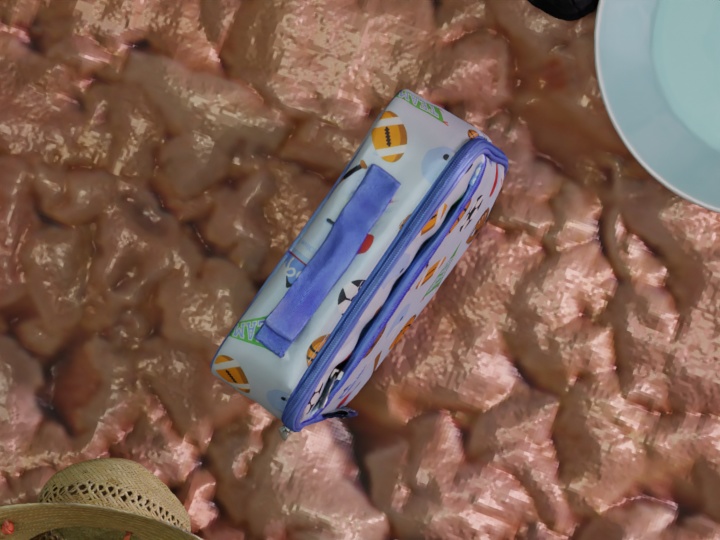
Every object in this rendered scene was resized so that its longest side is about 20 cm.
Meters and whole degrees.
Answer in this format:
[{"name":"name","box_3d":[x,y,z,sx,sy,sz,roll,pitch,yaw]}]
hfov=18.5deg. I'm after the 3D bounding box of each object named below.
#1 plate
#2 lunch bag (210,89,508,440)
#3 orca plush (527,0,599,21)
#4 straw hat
[{"name":"plate","box_3d":[0.231,-0.128,1.248,0.199,0.026,0.202,0,89,9]},{"name":"lunch bag","box_3d":[0.000,0.000,1.217,0.075,0.160,0.201,34,94,8]},{"name":"orca plush","box_3d":[0.089,-0.241,1.247,0.104,0.071,0.202,-7,89,9]},{"name":"straw hat","box_3d":[-0.145,0.156,1.274,0.199,0.202,0.085,0,47,9]}]
